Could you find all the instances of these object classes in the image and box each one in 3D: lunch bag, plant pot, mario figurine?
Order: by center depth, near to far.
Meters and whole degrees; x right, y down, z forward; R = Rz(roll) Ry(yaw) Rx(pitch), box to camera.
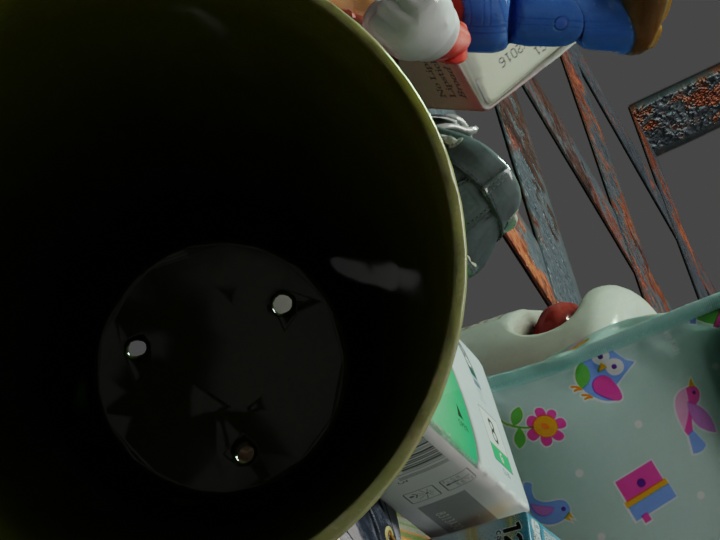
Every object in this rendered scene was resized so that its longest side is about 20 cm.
[{"bbox_3d":[-0.057,0.019,0.734,0.200,0.187,0.187,69,-2,-78],"label":"plant pot"},{"bbox_3d":[0.030,-0.129,0.996,0.123,0.200,0.106,149,-70,-66],"label":"mario figurine"},{"bbox_3d":[0.164,0.100,1.115,0.122,0.200,0.170,112,-41,-80],"label":"lunch bag"}]

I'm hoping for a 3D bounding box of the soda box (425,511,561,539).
[{"bbox_3d":[0.061,0.202,0.940,0.064,0.068,0.200,41,37,-52],"label":"soda box"}]

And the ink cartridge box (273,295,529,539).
[{"bbox_3d":[0.000,0.000,0.972,0.161,0.050,0.200,44,27,-60],"label":"ink cartridge box"}]

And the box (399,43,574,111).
[{"bbox_3d":[0.021,-0.169,1.307,0.200,0.109,0.128,8,-48,57],"label":"box"}]

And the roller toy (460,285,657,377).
[{"bbox_3d":[0.107,0.107,1.280,0.182,0.140,0.200,54,27,-42],"label":"roller toy"}]

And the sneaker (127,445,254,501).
[{"bbox_3d":[-0.036,0.144,0.832,0.200,0.073,0.085,62,-25,27],"label":"sneaker"}]

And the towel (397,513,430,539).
[{"bbox_3d":[0.039,0.187,1.005,0.086,0.018,0.200,18,53,-44],"label":"towel"}]

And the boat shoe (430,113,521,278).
[{"bbox_3d":[0.034,-0.032,0.997,0.073,0.062,0.200,49,4,-5],"label":"boat shoe"}]

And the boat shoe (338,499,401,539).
[{"bbox_3d":[-0.009,0.141,0.913,0.091,0.071,0.200,45,17,-54],"label":"boat shoe"}]
